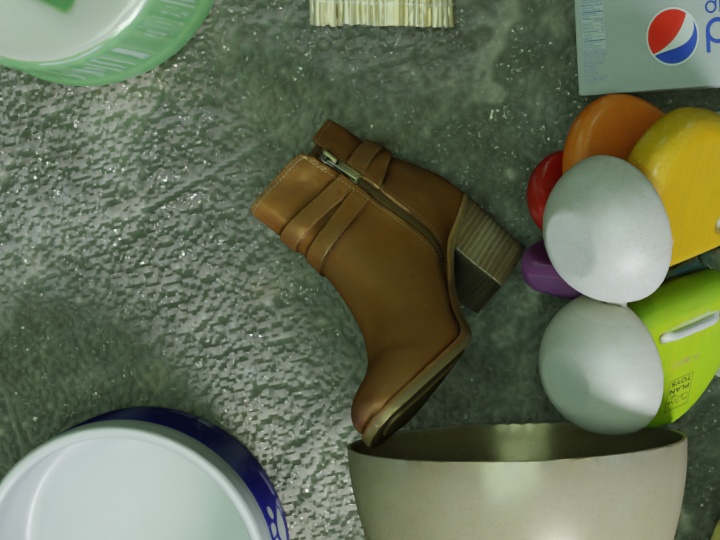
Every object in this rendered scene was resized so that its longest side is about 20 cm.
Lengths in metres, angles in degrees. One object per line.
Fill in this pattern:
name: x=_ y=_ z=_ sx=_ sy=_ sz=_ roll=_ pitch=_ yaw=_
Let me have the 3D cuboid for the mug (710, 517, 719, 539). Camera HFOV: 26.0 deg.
mug: x=0.294 y=0.211 z=0.930 sx=0.153 sy=0.150 sz=0.187 roll=7 pitch=128 yaw=1

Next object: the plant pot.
plant pot: x=0.094 y=0.166 z=0.920 sx=0.199 sy=0.200 sz=0.135 roll=-3 pitch=89 yaw=10

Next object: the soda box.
soda box: x=0.226 y=-0.139 z=0.901 sx=0.199 sy=0.068 sz=0.064 roll=0 pitch=97 yaw=38

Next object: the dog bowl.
dog bowl: x=-0.149 y=0.194 z=1.039 sx=0.199 sy=0.079 sz=0.201 roll=1 pitch=96 yaw=10

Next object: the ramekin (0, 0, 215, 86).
ramekin: x=-0.191 y=-0.216 z=0.987 sx=0.199 sy=0.098 sz=0.201 roll=1 pitch=97 yaw=10

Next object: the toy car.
toy car: x=0.161 y=-0.009 z=0.932 sx=0.150 sy=0.175 sz=0.201 roll=25 pitch=125 yaw=46

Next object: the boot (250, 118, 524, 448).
boot: x=0.000 y=0.000 z=0.943 sx=0.155 sy=0.200 sz=0.077 roll=35 pitch=144 yaw=0

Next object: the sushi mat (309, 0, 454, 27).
sushi mat: x=0.013 y=-0.255 z=0.992 sx=0.095 sy=0.012 sz=0.201 roll=1 pitch=97 yaw=10
